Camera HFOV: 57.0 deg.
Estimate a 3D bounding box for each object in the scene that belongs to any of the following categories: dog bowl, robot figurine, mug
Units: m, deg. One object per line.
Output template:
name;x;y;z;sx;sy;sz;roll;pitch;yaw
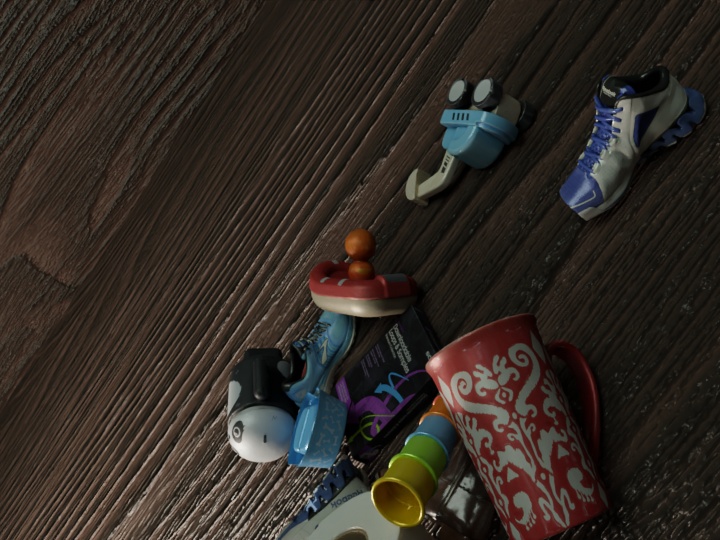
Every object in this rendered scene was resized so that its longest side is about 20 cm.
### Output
dog bowl;-0.065;0.242;0.998;0.200;0.049;0.114;134;151;-70
robot figurine;-0.171;0.229;1.147;0.123;0.150;0.202;-28;41;18
mug;0.185;0.158;0.691;0.174;0.134;0.203;-22;68;0

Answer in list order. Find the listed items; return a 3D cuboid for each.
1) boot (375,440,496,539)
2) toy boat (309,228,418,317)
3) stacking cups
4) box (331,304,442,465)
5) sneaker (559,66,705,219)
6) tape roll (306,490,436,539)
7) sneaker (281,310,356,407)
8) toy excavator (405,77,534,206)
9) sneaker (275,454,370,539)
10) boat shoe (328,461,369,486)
boot;0.123;0.216;0.818;0.185;0.064;0.203;23;86;44
toy boat;0.000;0.000;1.071;0.198;0.128;0.134;4;95;53
stacking cups;0.077;0.191;0.735;0.060;0.061;0.200;-32;6;34
box;0.043;0.167;0.992;0.200;0.036;0.144;-48;34;16
sneaker;0.311;-0.173;0.815;0.200;0.114;0.081;-46;31;17
tape roll;0.013;0.366;0.716;0.202;0.139;0.203;-42;11;10
sneaker;-0.073;0.131;1.126;0.078;0.089;0.203;-6;58;51
toy excavator;0.162;-0.198;1.083;0.194;0.099;0.204;23;92;58
sneaker;-0.040;0.355;0.860;0.200;0.114;0.081;-50;-14;-15
boat shoe;-0.055;0.370;0.937;0.074;0.061;0.203;23;83;56
